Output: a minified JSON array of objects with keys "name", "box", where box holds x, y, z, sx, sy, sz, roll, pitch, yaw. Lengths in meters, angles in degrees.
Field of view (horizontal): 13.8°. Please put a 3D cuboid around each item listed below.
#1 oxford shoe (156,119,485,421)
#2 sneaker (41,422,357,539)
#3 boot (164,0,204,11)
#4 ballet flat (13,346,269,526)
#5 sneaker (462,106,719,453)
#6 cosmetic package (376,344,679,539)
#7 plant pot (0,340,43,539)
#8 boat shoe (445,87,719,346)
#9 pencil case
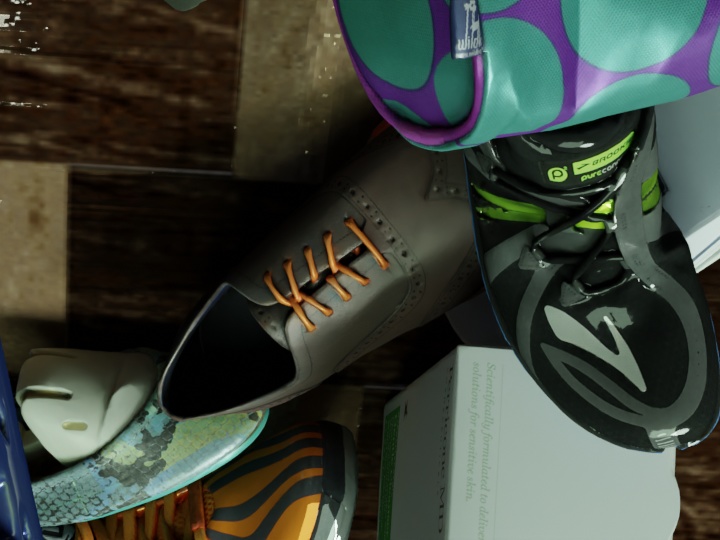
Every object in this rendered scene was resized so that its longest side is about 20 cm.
[{"name":"oxford shoe","box":[0.000,0.000,1.071,0.071,0.072,0.200,49,129,2]},{"name":"sneaker","box":[-0.087,0.117,1.215,0.111,0.078,0.200,19,137,-24]},{"name":"boot","box":[-0.041,-0.179,0.878,0.138,0.078,0.200,39,118,-21]},{"name":"ballet flat","box":[-0.134,0.067,1.176,0.199,0.075,0.074,-21,137,21]},{"name":"sneaker","box":[0.067,-0.029,0.976,0.070,0.083,0.201,-19,101,2]},{"name":"cosmetic package","box":[0.058,0.092,1.112,0.084,0.108,0.200,5,170,-5]},{"name":"plant pot","box":[-0.218,0.054,0.983,0.199,0.201,0.180,-15,174,-4]},{"name":"boat shoe","box":[0.105,-0.022,1.067,0.065,0.074,0.200,-13,169,-40]},{"name":"pencil case","box":[0.095,-0.101,0.902,0.199,0.085,0.093,-17,118,-22]}]
